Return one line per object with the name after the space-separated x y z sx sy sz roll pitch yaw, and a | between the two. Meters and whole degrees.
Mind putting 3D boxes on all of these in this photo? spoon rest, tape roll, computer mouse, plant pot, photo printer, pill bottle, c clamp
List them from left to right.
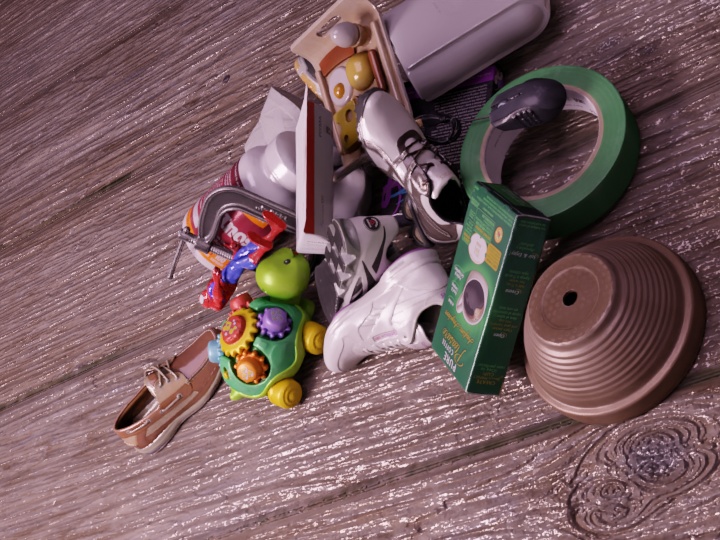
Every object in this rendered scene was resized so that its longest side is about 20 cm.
-0.140 -0.029 1.721 0.027 0.199 0.171 -66 -6 -55 | c clamp
-0.136 -0.090 1.760 0.200 0.113 0.113 -41 41 34 | pill bottle
-0.007 -0.065 1.679 0.099 0.061 0.200 -48 42 11 | spoon rest
0.133 -0.311 1.657 0.199 0.070 0.167 -30 36 8 | photo printer
0.139 -0.181 1.517 0.199 0.034 0.059 -11 59 30 | computer mouse
0.209 -0.132 1.493 0.200 0.048 0.201 -16 56 26 | tape roll
0.235 0.045 1.344 0.200 0.093 0.202 -24 49 32 | plant pot

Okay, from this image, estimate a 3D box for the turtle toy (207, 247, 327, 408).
-0.117 0.070 1.669 0.145 0.101 0.201 20 81 49 | turtle toy

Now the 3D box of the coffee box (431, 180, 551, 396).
0.135 0.018 1.419 0.123 0.044 0.201 -130 51 -64 | coffee box

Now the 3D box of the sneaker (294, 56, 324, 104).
-0.011 -0.246 1.800 0.088 0.076 0.200 -47 50 3 | sneaker

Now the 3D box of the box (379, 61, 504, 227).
0.101 -0.153 1.636 0.142 0.036 0.201 -9 57 32 | box

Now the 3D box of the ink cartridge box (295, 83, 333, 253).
-0.049 -0.114 1.576 0.200 0.057 0.163 138 133 -77 | ink cartridge box

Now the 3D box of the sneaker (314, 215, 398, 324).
0.000 0.000 1.578 0.200 0.088 0.074 115 137 -60 | sneaker

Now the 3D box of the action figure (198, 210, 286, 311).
-0.158 -0.004 1.674 0.200 0.052 0.066 -50 11 49 | action figure

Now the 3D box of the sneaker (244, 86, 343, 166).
-0.087 -0.160 1.824 0.116 0.073 0.200 -61 40 13 | sneaker

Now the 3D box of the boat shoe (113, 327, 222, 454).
-0.250 0.156 1.770 0.200 0.072 0.076 -53 40 5 | boat shoe

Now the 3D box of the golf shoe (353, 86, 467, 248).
0.069 -0.122 1.511 0.078 0.201 0.094 -39 16 -29 | golf shoe

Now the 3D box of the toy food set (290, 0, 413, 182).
-0.019 -0.228 1.679 0.143 0.060 0.201 -34 65 45 | toy food set

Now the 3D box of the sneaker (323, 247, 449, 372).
0.032 0.066 1.545 0.200 0.075 0.100 -46 64 29 | sneaker
